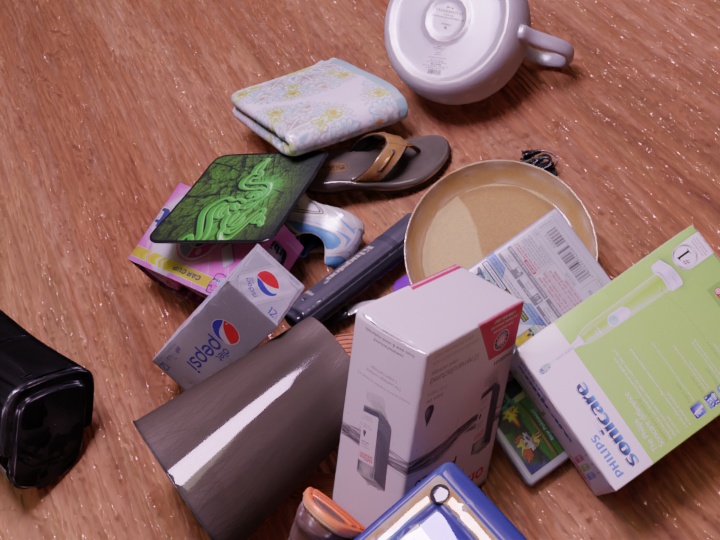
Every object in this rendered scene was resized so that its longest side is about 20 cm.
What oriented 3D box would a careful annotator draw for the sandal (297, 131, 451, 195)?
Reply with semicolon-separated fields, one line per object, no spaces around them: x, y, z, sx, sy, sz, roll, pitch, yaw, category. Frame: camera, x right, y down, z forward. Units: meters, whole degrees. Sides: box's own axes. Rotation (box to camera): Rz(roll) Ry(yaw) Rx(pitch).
0.014;-0.138;1.193;0.195;0.055;0.083;-3;49;-1;sandal

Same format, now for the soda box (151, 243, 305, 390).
-0.140;0.058;1.024;0.200;0.068;0.064;-42;10;46;soda box

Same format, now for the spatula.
0.001;0.043;1.092;0.196;0.021;0.057;-19;49;7;spatula

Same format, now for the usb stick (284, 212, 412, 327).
0.000;0.000;1.104;0.199;0.033;0.055;-38;30;-17;usb stick

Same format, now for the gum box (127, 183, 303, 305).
-0.168;-0.019;1.150;0.198;0.066;0.115;19;70;42;gum box

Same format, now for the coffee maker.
-0.401;0.115;1.082;0.198;0.195;0.134;23;47;32;coffee maker

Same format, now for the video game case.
0.175;0.070;0.947;0.181;0.022;0.202;-33;76;-7;video game case

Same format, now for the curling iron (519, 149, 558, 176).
0.147;-0.072;1.122;0.199;0.026;0.050;-39;57;-13;curling iron

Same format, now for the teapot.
0.136;-0.294;1.234;0.196;0.145;0.202;-34;71;20;teapot

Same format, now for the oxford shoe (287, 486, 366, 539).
-0.033;0.240;0.840;0.071;0.201;0.073;35;73;17;oxford shoe

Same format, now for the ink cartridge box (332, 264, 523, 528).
0.057;0.117;0.865;0.084;0.203;0.144;29;34;33;ink cartridge box

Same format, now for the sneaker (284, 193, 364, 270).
-0.079;-0.061;1.177;0.198;0.072;0.073;28;78;40;sneaker

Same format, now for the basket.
-0.094;0.150;0.951;0.199;0.137;0.180;-36;39;-14;basket

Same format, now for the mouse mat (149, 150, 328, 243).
-0.136;-0.088;1.136;0.158;0.008;0.201;0;36;21;mouse mat

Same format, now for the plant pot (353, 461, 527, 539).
0.072;0.285;0.767;0.199;0.181;0.200;-38;50;-10;plant pot

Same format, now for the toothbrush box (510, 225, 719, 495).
0.255;0.082;0.884;0.198;0.086;0.147;-34;76;-8;toothbrush box

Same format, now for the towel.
-0.057;-0.208;1.258;0.169;0.049;0.200;-25;34;-20;towel

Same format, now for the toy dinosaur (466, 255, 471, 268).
0.164;0.009;1.031;0.099;0.059;0.203;-6;52;15;toy dinosaur

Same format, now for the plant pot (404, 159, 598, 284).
0.143;-0.018;1.011;0.196;0.028;0.204;-2;67;6;plant pot

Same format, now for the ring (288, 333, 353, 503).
-0.025;0.147;1.022;0.196;0.019;0.203;-10;51;13;ring
